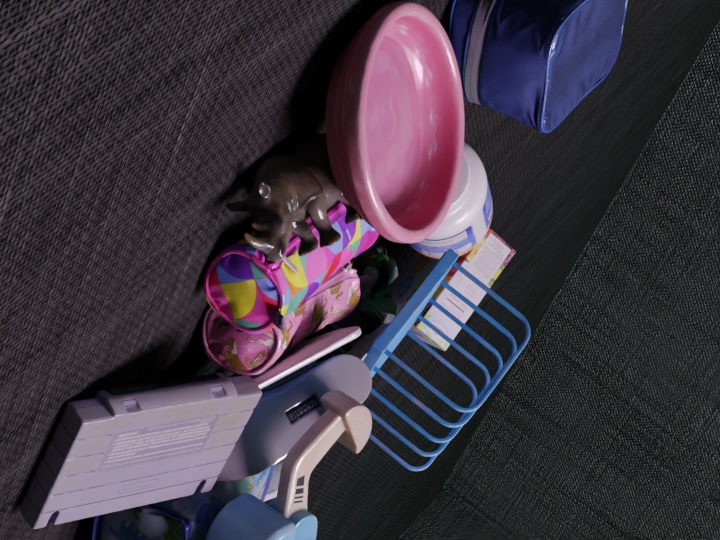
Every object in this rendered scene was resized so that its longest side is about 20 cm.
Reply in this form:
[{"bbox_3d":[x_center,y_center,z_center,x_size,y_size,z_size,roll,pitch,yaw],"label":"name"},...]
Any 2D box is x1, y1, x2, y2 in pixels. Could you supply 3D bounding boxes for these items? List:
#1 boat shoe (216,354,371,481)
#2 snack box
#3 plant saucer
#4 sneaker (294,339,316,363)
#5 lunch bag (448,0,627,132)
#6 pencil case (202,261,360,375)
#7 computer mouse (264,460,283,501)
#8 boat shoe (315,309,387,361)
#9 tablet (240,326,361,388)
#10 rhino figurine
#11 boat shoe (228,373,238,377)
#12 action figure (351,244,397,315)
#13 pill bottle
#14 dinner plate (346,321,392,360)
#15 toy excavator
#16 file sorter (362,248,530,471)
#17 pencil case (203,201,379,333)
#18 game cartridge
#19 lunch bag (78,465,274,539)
[{"bbox_3d":[-0.084,0.137,1.646,0.199,0.072,0.066,-32,-173,-19],"label":"boat shoe"},{"bbox_3d":[0.085,0.007,2.027,0.143,0.053,0.200,-53,-160,-6],"label":"snack box"},{"bbox_3d":[0.026,-0.124,1.464,0.200,0.050,0.203,-3,94,-62],"label":"plant saucer"},{"bbox_3d":[-0.108,0.164,1.882,0.201,0.073,0.118,-58,171,21],"label":"sneaker"},{"bbox_3d":[0.172,-0.244,1.709,0.200,0.131,0.137,-43,148,-43],"label":"lunch bag"},{"bbox_3d":[-0.073,0.036,1.636,0.200,0.082,0.087,-32,134,-61],"label":"pencil case"},{"bbox_3d":[-0.111,0.228,1.956,0.109,0.044,0.200,-19,180,-9],"label":"computer mouse"},{"bbox_3d":[-0.017,0.070,1.967,0.093,0.074,0.200,-60,170,-10],"label":"boat shoe"},{"bbox_3d":[-0.101,0.103,1.624,0.199,0.014,0.130,-27,-178,-21],"label":"tablet"},{"bbox_3d":[-0.052,-0.059,1.457,0.059,0.088,0.200,-23,-172,32],"label":"rhino figurine"},{"bbox_3d":[-0.147,0.188,1.786,0.063,0.073,0.202,-38,160,-53],"label":"boat shoe"},{"bbox_3d":[0.000,0.000,1.828,0.200,0.117,0.055,-43,155,-77],"label":"action figure"},{"bbox_3d":[0.082,-0.083,1.846,0.112,0.112,0.200,-53,168,-4],"label":"pill bottle"},{"bbox_3d":[-0.023,0.131,1.916,0.201,0.024,0.200,-52,173,-9],"label":"dinner plate"},{"bbox_3d":[-0.072,0.227,1.587,0.193,0.100,0.202,-21,129,-41],"label":"toy excavator"},{"bbox_3d":[0.074,0.101,1.785,0.139,0.122,0.200,-51,175,-27],"label":"file sorter"},{"bbox_3d":[-0.057,-0.016,1.544,0.200,0.088,0.089,-42,164,-54],"label":"pencil case"},{"bbox_3d":[-0.185,0.149,1.476,0.199,0.038,0.130,-6,130,-46],"label":"game cartridge"},{"bbox_3d":[-0.181,0.250,1.693,0.170,0.127,0.201,-39,150,-49],"label":"lunch bag"}]
